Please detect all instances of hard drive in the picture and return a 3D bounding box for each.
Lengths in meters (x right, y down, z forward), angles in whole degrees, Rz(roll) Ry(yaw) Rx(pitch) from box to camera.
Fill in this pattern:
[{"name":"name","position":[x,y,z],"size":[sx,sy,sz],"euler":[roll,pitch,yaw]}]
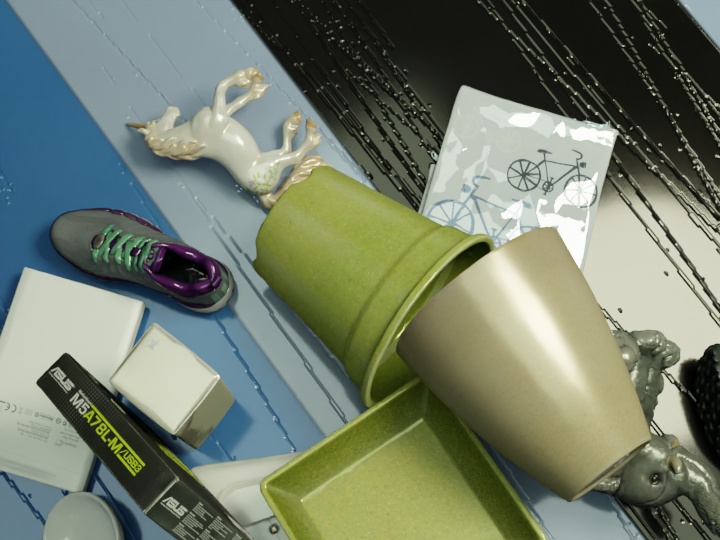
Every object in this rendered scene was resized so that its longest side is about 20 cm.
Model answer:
[{"name":"hard drive","position":[-0.311,0.111,1.252],"size":[0.130,0.027,0.202],"euler":[15,79,3]}]

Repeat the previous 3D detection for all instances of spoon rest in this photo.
[{"name":"spoon rest","position":[-0.256,0.313,1.184],"size":[0.099,0.060,0.202],"euler":[-22,79,25]}]

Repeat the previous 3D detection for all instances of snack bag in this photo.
[{"name":"snack bag","position":[0.160,-0.085,1.301],"size":[0.186,0.021,0.202],"euler":[16,79,2]}]

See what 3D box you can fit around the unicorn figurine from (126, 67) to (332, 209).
[{"name":"unicorn figurine","position":[-0.135,-0.141,1.281],"size":[0.200,0.074,0.138],"euler":[43,91,2]}]

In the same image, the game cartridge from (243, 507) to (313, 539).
[{"name":"game cartridge","position":[-0.107,0.320,1.176],"size":[0.199,0.040,0.134],"euler":[-31,83,-7]}]

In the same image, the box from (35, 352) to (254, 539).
[{"name":"box","position":[-0.186,0.184,1.116],"size":[0.048,0.200,0.193],"euler":[-46,52,-11]}]

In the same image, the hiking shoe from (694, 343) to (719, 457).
[{"name":"hiking shoe","position":[0.400,0.163,1.230],"size":[0.086,0.074,0.202],"euler":[-19,88,-12]}]

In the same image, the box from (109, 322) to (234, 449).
[{"name":"box","position":[-0.173,0.114,1.163],"size":[0.082,0.200,0.069],"euler":[37,80,7]}]

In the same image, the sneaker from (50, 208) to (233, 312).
[{"name":"sneaker","position":[-0.223,-0.022,1.242],"size":[0.198,0.088,0.075],"euler":[18,78,3]}]

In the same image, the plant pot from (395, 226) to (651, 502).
[{"name":"plant pot","position":[0.162,0.099,1.104],"size":[0.186,0.188,0.201],"euler":[-33,72,-7]}]

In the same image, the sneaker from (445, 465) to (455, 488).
[{"name":"sneaker","position":[0.094,0.259,1.216],"size":[0.087,0.074,0.202],"euler":[18,67,-31]}]

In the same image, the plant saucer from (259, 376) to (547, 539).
[{"name":"plant saucer","position":[0.039,0.231,1.147],"size":[0.199,0.048,0.201],"euler":[-32,69,-9]}]

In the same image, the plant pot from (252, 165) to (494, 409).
[{"name":"plant pot","position":[0.000,0.000,1.208],"size":[0.184,0.201,0.201],"euler":[36,80,18]}]

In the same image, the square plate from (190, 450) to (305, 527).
[{"name":"square plate","position":[-0.061,0.279,1.217],"size":[0.197,0.028,0.201],"euler":[-9,77,-2]}]

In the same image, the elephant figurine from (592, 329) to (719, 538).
[{"name":"elephant figurine","position":[0.253,0.167,1.184],"size":[0.140,0.155,0.202],"euler":[5,67,-22]}]
